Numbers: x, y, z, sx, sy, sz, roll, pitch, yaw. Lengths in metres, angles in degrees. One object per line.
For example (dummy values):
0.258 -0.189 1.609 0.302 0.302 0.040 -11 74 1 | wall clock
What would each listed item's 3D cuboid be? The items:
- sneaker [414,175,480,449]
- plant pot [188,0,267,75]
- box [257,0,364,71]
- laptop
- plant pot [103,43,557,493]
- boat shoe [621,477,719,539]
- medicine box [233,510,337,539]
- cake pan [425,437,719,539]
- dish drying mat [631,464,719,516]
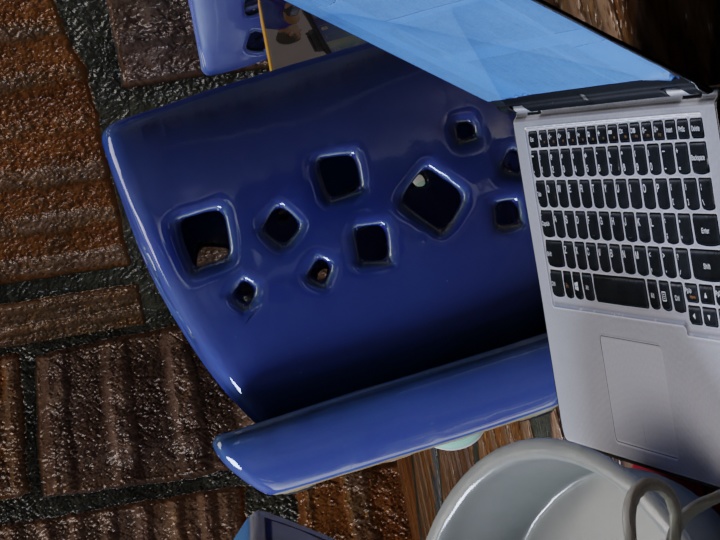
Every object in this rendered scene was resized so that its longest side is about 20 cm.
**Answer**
0.049 0.051 1.406 0.118 0.074 0.201 -91 -4 -58 | sneaker
-0.093 -0.331 2.297 0.200 0.179 0.200 -106 7 -65 | plant pot
-0.008 -0.153 1.697 0.200 0.119 0.042 -103 5 -51 | box
0.037 -0.021 0.741 0.187 0.116 0.200 -171 71 -76 | laptop
0.000 0.000 1.079 0.200 0.200 0.180 110 143 -86 | plant pot
0.094 0.084 0.519 0.202 0.086 0.075 -122 23 -83 | boat shoe
0.042 0.158 0.528 0.182 0.200 0.103 -114 49 -82 | medicine box
0.081 0.154 0.752 0.200 0.037 0.201 9 101 59 | cake pan
0.088 0.136 0.811 0.077 0.018 0.200 -102 25 -54 | dish drying mat
